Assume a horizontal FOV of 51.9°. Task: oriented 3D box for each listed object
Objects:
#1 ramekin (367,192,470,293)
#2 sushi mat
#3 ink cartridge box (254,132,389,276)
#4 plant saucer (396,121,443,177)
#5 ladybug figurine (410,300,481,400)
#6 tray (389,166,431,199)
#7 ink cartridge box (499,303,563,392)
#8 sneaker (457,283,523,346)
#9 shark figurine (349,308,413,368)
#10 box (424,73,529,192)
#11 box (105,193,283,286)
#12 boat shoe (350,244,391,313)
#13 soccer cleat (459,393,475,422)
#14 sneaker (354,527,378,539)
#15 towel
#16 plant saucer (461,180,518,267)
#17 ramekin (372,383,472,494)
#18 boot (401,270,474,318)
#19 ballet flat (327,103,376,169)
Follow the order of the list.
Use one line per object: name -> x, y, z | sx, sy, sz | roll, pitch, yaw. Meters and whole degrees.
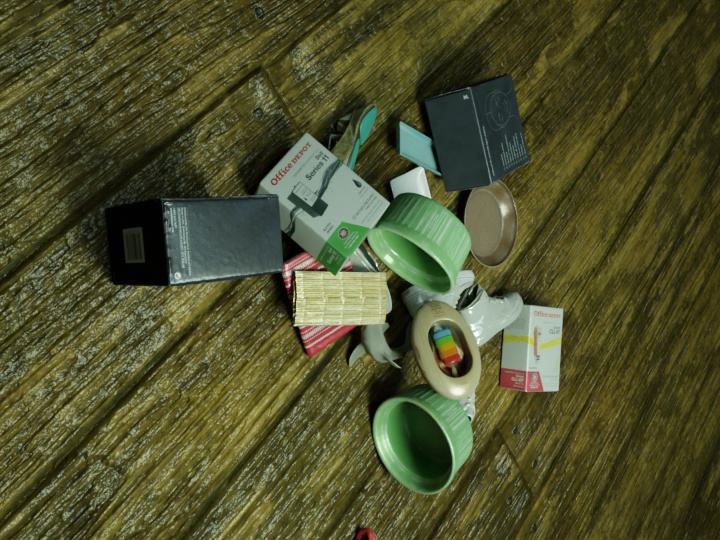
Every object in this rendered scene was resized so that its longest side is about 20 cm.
ramekin -> 0.117, -0.056, 1.428 | 0.200, 0.198, 0.099 | 47, 69, -31
sushi mat -> -0.035, 0.051, 1.340 | 0.195, 0.012, 0.099 | 1, 91, -32
ink cartridge box -> -0.070, -0.118, 1.294 | 0.199, 0.083, 0.148 | 39, 62, 0
plant saucer -> 0.136, -0.246, 1.559 | 0.198, 0.019, 0.072 | 17, 68, -49
ladybug figurine -> 0.160, 0.156, 1.446 | 0.132, 0.072, 0.205 | -10, 71, -21
tray -> 0.116, -0.107, 1.561 | 0.106, 0.022, 0.205 | -28, 109, -39
ink cartridge box -> 0.416, 0.185, 1.794 | 0.143, 0.082, 0.206 | 7, 86, -41
sneaker -> 0.298, 0.074, 1.694 | 0.199, 0.073, 0.118 | -36, 116, -34
shark figurine -> 0.064, 0.162, 1.466 | 0.213, 0.089, 0.130 | 24, 98, -52
box -> 0.255, -0.298, 1.598 | 0.195, 0.122, 0.205 | -30, 109, -49
box -> -0.249, -0.045, 1.114 | 0.195, 0.197, 0.127 | -8, 96, -41
boat shoe -> 0.000, 0.000, 1.428 | 0.201, 0.073, 0.061 | 52, 22, -25
soccer cleat -> 0.228, 0.290, 1.624 | 0.070, 0.085, 0.203 | 45, 62, -32
sneaker -> -0.033, 0.571, 1.410 | 0.199, 0.076, 0.087 | -38, 110, -46
towel -> -0.067, 0.044, 1.361 | 0.143, 0.022, 0.204 | -31, 123, -27
plant saucer -> 0.292, -0.110, 1.711 | 0.197, 0.036, 0.207 | 0, 90, -43
ramekin -> 0.127, 0.326, 1.467 | 0.097, 0.196, 0.206 | -24, 106, -46
boot -> 0.180, 0.068, 1.569 | 0.196, 0.074, 0.097 | -16, 72, -33
ballet flat -> -0.023, -0.253, 1.403 | 0.071, 0.069, 0.203 | 48, 45, -31
